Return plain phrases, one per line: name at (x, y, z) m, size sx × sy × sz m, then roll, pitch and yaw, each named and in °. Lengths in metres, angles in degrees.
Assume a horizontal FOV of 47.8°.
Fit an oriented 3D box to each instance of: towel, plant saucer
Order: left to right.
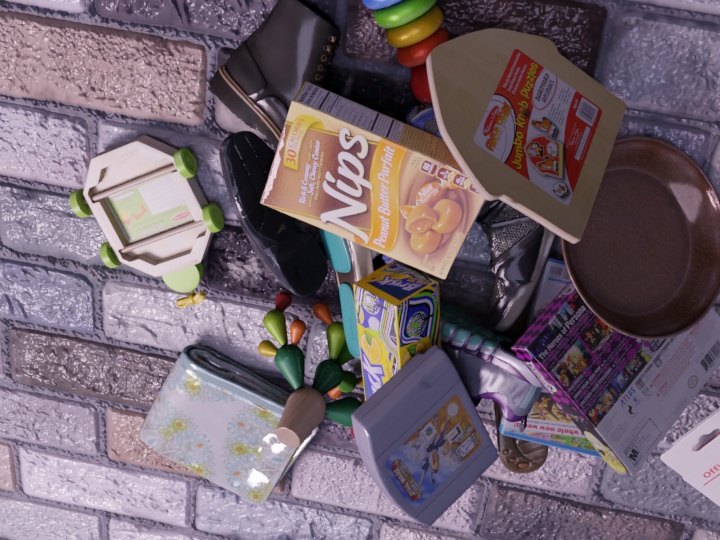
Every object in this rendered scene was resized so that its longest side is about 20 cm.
towel at (-0.172, 0.204, 1.050) m, size 0.199 × 0.048 × 0.172 m, roll 30°, pitch 117°, yaw -6°
plant saucer at (0.279, -0.032, 0.815) m, size 0.198 × 0.037 × 0.203 m, roll 2°, pitch 85°, yaw -19°

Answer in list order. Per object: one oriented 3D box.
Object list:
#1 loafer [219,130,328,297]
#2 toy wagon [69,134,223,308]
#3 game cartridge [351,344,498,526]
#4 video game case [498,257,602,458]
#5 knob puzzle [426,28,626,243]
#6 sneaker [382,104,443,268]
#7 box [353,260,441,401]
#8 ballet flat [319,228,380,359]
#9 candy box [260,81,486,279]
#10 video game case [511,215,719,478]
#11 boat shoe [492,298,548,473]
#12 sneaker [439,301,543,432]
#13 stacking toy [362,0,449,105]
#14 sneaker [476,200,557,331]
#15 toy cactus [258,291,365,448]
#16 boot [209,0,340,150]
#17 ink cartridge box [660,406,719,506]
loafer at (-0.106, -0.060, 0.878) m, size 0.072 × 0.073 × 0.201 m, roll 21°, pitch 140°, yaw 48°
toy wagon at (-0.234, -0.050, 0.936) m, size 0.154 × 0.040 × 0.202 m, roll -17°, pitch 114°, yaw 17°
game cartridge at (0.070, 0.187, 0.867) m, size 0.133 × 0.041 × 0.201 m, roll -44°, pitch 131°, yaw -16°
video game case at (0.246, 0.099, 0.897) m, size 0.141 × 0.018 × 0.202 m, roll 13°, pitch 96°, yaw -5°
knob puzzle at (0.143, -0.142, 0.760) m, size 0.219 × 0.221 × 0.030 m, roll 34°, pitch 152°, yaw -9°
sneaker at (0.058, -0.089, 0.844) m, size 0.078 × 0.076 × 0.201 m, roll 21°, pitch 124°, yaw 0°
box at (0.044, 0.099, 0.876) m, size 0.070 × 0.064 × 0.202 m, roll 26°, pitch 133°, yaw 43°
ballet flat at (0.000, 0.000, 0.910) m, size 0.069 × 0.070 × 0.202 m, roll -7°, pitch 107°, yaw 13°
candy box at (0.015, -0.084, 0.778) m, size 0.198 × 0.055 × 0.116 m, roll 22°, pitch 123°, yaw -3°
video game case at (0.278, 0.077, 0.842) m, size 0.200 × 0.036 × 0.182 m, roll -45°, pitch 101°, yaw -17°
boat shoe at (0.182, 0.129, 0.942) m, size 0.071 × 0.068 × 0.203 m, roll -1°, pitch 99°, yaw 0°
sneaker at (0.107, 0.097, 0.892) m, size 0.199 × 0.074 × 0.088 m, roll 29°, pitch 109°, yaw 33°
stacking toy at (0.042, -0.246, 0.773) m, size 0.085 × 0.086 × 0.201 m, roll -18°, pitch 117°, yaw 17°
sneaker at (0.147, -0.038, 0.859) m, size 0.113 × 0.076 × 0.201 m, roll 16°, pitch 112°, yaw 4°
toy cactus at (-0.054, 0.134, 0.937) m, size 0.102 × 0.165 × 0.201 m, roll -27°, pitch 108°, yaw 40°
boot at (-0.038, -0.178, 0.824) m, size 0.199 × 0.078 × 0.139 m, roll 38°, pitch 111°, yaw -11°
ink cartridge box at (0.452, 0.220, 0.945) m, size 0.199 × 0.067 × 0.117 m, roll 37°, pitch 117°, yaw -11°
